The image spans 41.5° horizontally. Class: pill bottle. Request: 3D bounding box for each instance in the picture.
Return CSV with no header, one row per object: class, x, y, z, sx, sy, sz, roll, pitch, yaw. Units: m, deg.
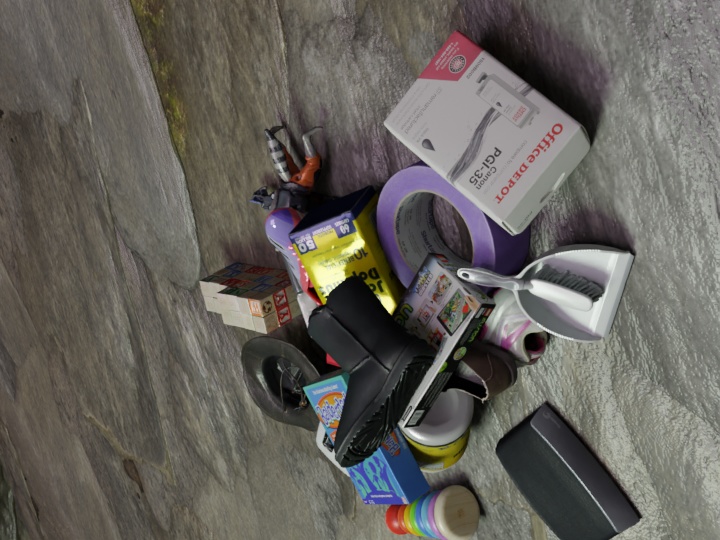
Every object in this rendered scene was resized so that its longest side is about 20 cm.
pill bottle,0.105,0.225,1.381,0.112,0.112,0.201,42,162,21

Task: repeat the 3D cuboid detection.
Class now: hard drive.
hard drive,0.281,0.299,1.330,0.201,0.042,0.135,51,139,12

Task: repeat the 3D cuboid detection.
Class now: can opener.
can opener,-0.085,0.016,1.541,0.052,0.066,0.202,-22,88,13

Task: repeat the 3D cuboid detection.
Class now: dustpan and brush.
dustpan and brush,0.220,0.018,1.171,0.198,0.057,0.141,17,127,14

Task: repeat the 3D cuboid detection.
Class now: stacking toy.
stacking toy,0.103,0.402,1.550,0.199,0.085,0.086,-27,92,54

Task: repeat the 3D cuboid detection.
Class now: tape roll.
tape roll,0.121,-0.056,1.267,0.199,0.085,0.202,23,126,35

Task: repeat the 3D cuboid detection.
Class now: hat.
hat,-0.113,0.179,1.650,0.199,0.081,0.203,22,130,28

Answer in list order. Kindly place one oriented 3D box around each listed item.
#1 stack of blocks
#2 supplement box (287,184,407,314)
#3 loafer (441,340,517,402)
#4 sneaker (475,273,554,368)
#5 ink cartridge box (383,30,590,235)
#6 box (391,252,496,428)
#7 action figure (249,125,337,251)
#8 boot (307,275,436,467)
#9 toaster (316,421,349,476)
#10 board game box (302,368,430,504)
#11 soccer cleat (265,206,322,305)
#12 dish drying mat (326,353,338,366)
stack of blocks,-0.189,0.044,1.624,0.198,0.115,0.059,9,118,44
supplement box,0.000,0.000,1.362,0.108,0.110,0.202,-20,107,25
loafer,0.107,0.118,1.260,0.198,0.071,0.074,13,122,32
sneaker,0.199,0.104,1.277,0.088,0.081,0.201,35,139,21
ink cartridge box,0.151,-0.163,1.127,0.200,0.083,0.147,42,97,22
box,0.082,0.091,1.226,0.110,0.034,0.201,46,116,36
action figure,-0.122,-0.124,1.469,0.198,0.104,0.196,6,103,37
boot,-0.011,0.128,1.231,0.168,0.076,0.201,41,106,34
toaster,0.012,0.234,1.509,0.113,0.129,0.201,39,135,22
board game box,0.005,0.237,1.361,0.202,0.045,0.152,62,153,1
soccer cleat,-0.083,-0.018,1.415,0.077,0.066,0.201,60,177,38
dish drying mat,-0.015,0.053,1.479,0.076,0.018,0.203,13,102,40
